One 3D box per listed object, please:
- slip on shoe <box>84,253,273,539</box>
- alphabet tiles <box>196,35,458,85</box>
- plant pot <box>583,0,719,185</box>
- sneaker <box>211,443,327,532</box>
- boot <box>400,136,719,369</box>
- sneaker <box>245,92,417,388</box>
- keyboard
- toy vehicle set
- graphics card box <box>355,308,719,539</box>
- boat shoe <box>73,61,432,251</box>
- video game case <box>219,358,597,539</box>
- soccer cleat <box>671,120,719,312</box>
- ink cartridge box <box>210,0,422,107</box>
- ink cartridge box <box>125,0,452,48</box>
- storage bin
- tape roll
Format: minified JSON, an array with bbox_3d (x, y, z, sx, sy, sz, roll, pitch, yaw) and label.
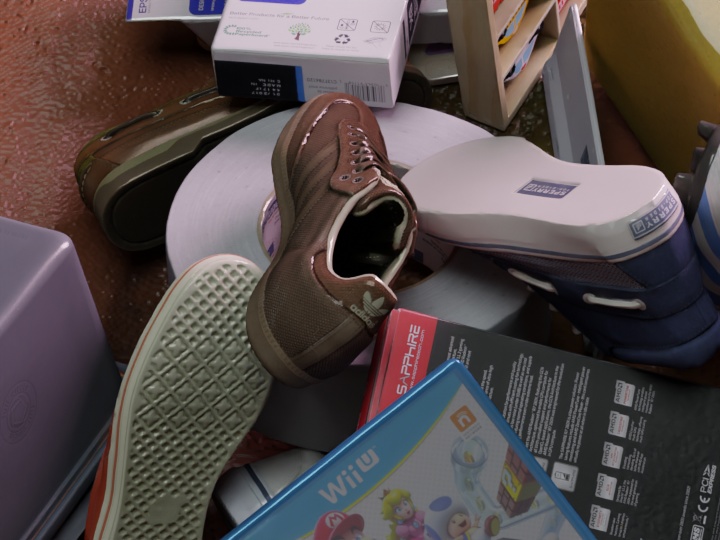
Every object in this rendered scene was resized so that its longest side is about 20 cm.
[{"bbox_3d":[-0.094,0.078,1.375,0.074,0.200,0.061,7,25,-24],"label":"slip on shoe"},{"bbox_3d":[-0.001,-0.182,1.635,0.199,0.015,0.196,-9,54,4],"label":"alphabet tiles"},{"bbox_3d":[0.244,-0.109,1.443,0.194,0.196,0.200,-22,65,-7],"label":"plant pot"},{"bbox_3d":[0.000,0.156,1.362,0.071,0.073,0.200,-31,56,-9],"label":"sneaker"},{"bbox_3d":[0.093,-0.005,1.365,0.073,0.090,0.200,-35,25,-20],"label":"boot"},{"bbox_3d":[0.001,-0.024,1.355,0.075,0.070,0.200,-29,32,29],"label":"sneaker"},{"bbox_3d":[0.120,-0.049,1.497,0.011,0.056,0.200,6,53,-16],"label":"keyboard"},{"bbox_3d":[0.110,-0.191,1.555,0.026,0.124,0.200,22,62,23],"label":"toy vehicle set"},{"bbox_3d":[0.094,0.102,1.336,0.200,0.051,0.126,13,79,-6],"label":"graphics card box"},{"bbox_3d":[-0.062,-0.081,1.539,0.200,0.072,0.068,-20,42,-14],"label":"boat shoe"},{"bbox_3d":[0.048,0.162,1.288,0.143,0.018,0.200,-38,93,-6],"label":"video game case"},{"bbox_3d":[0.191,-0.003,1.372,0.086,0.200,0.070,23,70,12],"label":"soccer cleat"},{"bbox_3d":[-0.013,-0.169,1.542,0.099,0.039,0.200,5,46,11],"label":"ink cartridge box"},{"bbox_3d":[-0.030,-0.174,1.605,0.199,0.037,0.095,0,58,6],"label":"ink cartridge box"},{"bbox_3d":[-0.210,0.066,1.398,0.145,0.135,0.200,15,46,24],"label":"storage bin"},{"bbox_3d":[0.000,0.000,1.450,0.200,0.066,0.201,-1,43,1],"label":"tape roll"}]
